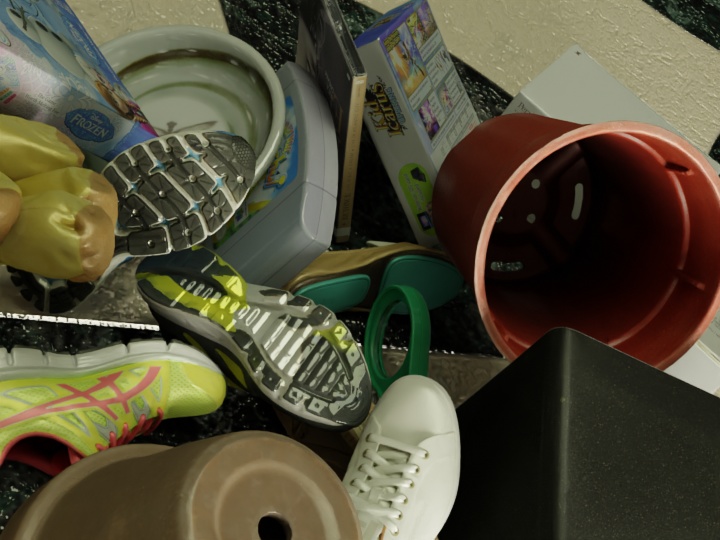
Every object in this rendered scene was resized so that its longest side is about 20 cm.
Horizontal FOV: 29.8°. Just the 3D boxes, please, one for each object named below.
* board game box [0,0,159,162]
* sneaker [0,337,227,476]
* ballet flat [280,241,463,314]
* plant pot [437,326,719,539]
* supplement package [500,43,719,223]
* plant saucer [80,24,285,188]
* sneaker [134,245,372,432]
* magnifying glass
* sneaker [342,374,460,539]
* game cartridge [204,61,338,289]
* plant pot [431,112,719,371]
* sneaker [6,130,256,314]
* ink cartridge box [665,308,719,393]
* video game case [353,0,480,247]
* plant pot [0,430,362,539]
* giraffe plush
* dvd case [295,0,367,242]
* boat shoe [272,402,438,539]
[{"bbox_3d":[-0.259,-0.180,0.988,0.200,0.043,0.199,53,13,28],"label":"board game box"},{"bbox_3d":[-0.177,0.100,0.886,0.199,0.078,0.091,-2,61,-31],"label":"sneaker"},{"bbox_3d":[0.000,0.000,1.115,0.199,0.069,0.063,-4,38,-41],"label":"ballet flat"},{"bbox_3d":[0.162,0.190,0.954,0.199,0.200,0.178,24,51,-15],"label":"plant pot"},{"bbox_3d":[0.234,-0.103,1.350,0.200,0.111,0.156,41,39,6],"label":"supplement package"},{"bbox_3d":[-0.155,-0.105,1.075,0.199,0.050,0.201,-3,57,5],"label":"plant saucer"},{"bbox_3d":[-0.071,0.053,0.960,0.200,0.085,0.074,35,64,22],"label":"sneaker"},{"bbox_3d":[0.036,0.100,1.035,0.022,0.080,0.201,13,50,-26],"label":"magnifying glass"},{"bbox_3d":[0.015,0.159,0.873,0.072,0.085,0.201,12,75,16],"label":"sneaker"},{"bbox_3d":[-0.073,-0.071,1.075,0.040,0.133,0.201,32,35,-35],"label":"game cartridge"},{"bbox_3d":[0.151,-0.034,1.046,0.200,0.201,0.195,20,11,-20],"label":"plant pot"},{"bbox_3d":[-0.158,-0.048,0.952,0.079,0.199,0.090,58,22,-16],"label":"sneaker"},{"bbox_3d":[0.288,0.065,1.195,0.084,0.144,0.200,43,39,10],"label":"ink cartridge box"},{"bbox_3d":[0.056,-0.138,1.210,0.182,0.045,0.200,66,21,-14],"label":"video game case"},{"bbox_3d":[-0.091,0.174,0.760,0.200,0.175,0.201,18,54,-27],"label":"plant pot"},{"bbox_3d":[-0.270,-0.013,0.844,0.199,0.163,0.173,24,18,-20],"label":"giraffe plush"},{"bbox_3d":[-0.029,-0.142,1.133,0.016,0.200,0.149,-11,54,-13],"label":"dvd case"},{"bbox_3d":[0.009,0.141,0.973,0.064,0.071,0.200,-7,58,-45],"label":"boat shoe"}]
